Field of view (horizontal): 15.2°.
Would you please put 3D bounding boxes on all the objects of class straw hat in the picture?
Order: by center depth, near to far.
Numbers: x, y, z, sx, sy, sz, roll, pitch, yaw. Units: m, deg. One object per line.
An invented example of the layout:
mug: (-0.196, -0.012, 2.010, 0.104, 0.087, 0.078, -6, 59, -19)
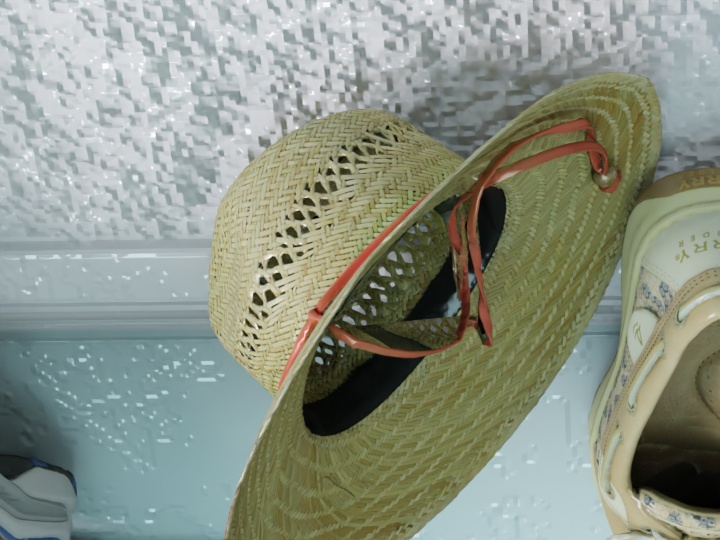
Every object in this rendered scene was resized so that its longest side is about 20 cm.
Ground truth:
straw hat: (0.000, 0.000, 0.833, 0.085, 0.201, 0.201, 39, 134, 22)

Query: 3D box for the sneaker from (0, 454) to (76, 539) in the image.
sneaker: (-0.156, 0.095, 0.878, 0.076, 0.077, 0.200, -11, 164, 30)

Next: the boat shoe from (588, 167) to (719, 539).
boat shoe: (0.111, 0.056, 0.888, 0.073, 0.063, 0.200, -3, 136, 5)
